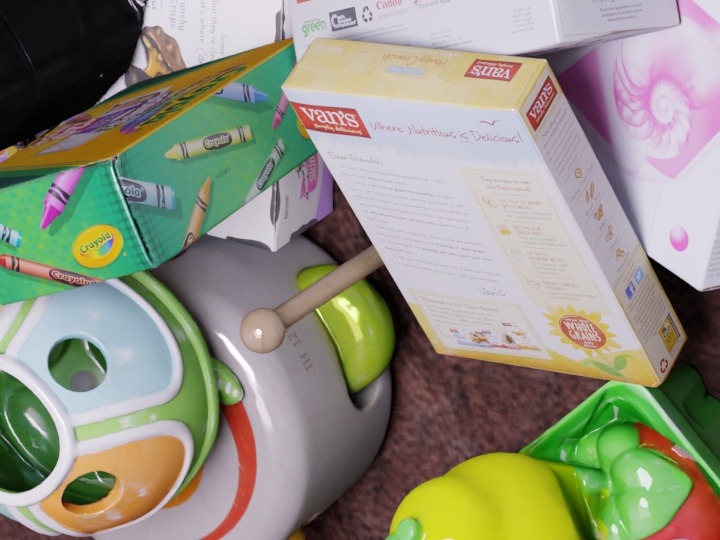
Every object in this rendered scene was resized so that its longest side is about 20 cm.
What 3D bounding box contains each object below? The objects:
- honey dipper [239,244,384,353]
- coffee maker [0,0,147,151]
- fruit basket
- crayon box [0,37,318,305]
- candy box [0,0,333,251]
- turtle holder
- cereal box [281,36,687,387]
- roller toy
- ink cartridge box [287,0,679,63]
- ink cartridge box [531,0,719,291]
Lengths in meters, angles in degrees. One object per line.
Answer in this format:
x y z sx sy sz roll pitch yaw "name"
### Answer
0.000 0.000 1.420 0.038 0.200 0.038 14 119 27 "honey dipper"
-0.214 -0.120 1.408 0.134 0.200 0.193 35 123 14 "coffee maker"
0.103 0.150 1.426 0.156 0.215 0.216 50 125 3 "fruit basket"
-0.108 -0.050 1.375 0.118 0.200 0.059 -13 104 32 "crayon box"
-0.112 -0.118 1.515 0.199 0.071 0.169 15 116 24 "candy box"
-0.160 0.048 1.411 0.140 0.132 0.186 -19 94 25 "turtle holder"
0.062 -0.028 1.355 0.143 0.040 0.200 9 143 38 "cereal box"
-0.088 0.073 1.537 0.182 0.140 0.201 25 120 19 "roller toy"
0.047 -0.187 1.344 0.200 0.084 0.177 -5 95 52 "ink cartridge box"
0.133 -0.122 1.349 0.196 0.043 0.201 37 128 42 "ink cartridge box"
